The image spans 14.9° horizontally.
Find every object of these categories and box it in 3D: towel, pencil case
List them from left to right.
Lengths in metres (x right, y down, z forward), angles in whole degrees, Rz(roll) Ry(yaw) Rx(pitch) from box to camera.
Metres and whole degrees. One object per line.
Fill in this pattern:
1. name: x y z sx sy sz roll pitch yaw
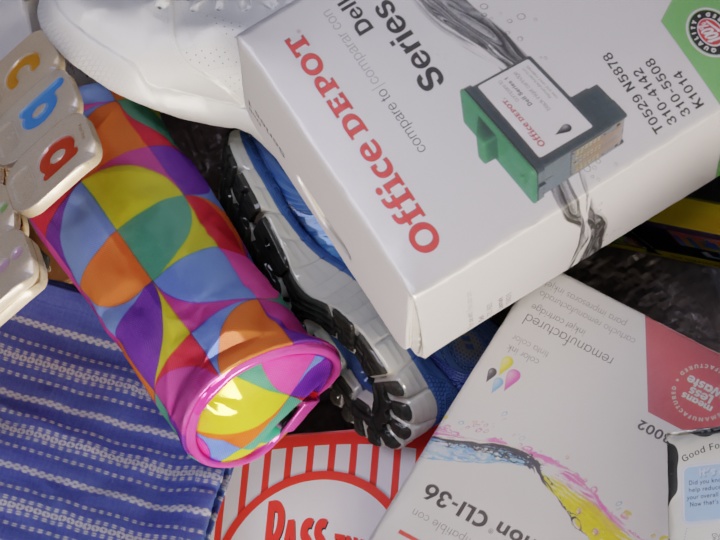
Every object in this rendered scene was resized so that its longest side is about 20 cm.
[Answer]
1. towel: -0.129 0.083 1.238 0.145 0.024 0.200 15 44 1
2. pencil case: -0.087 -0.002 1.260 0.088 0.088 0.200 -40 56 8

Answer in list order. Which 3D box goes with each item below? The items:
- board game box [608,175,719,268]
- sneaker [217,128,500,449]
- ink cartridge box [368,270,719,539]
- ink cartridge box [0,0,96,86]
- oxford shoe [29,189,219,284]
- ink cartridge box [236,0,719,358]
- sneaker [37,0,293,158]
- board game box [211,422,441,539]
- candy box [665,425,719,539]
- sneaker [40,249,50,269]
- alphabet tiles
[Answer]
1. board game box: 0.196 -0.080 1.232 0.200 0.057 0.165 12 77 31
2. sneaker: 0.000 0.000 1.281 0.089 0.079 0.200 -20 50 -26
3. ink cartridge box: 0.078 0.113 1.168 0.116 0.068 0.200 27 73 16
4. ink cartridge box: -0.184 -0.113 1.404 0.200 0.115 0.068 -4 104 27
5. oxford shoe: -0.154 -0.025 1.388 0.200 0.071 0.071 16 81 31
6. ink cartridge box: 0.067 -0.079 1.167 0.200 0.084 0.146 -32 72 -8
7. sneaker: -0.051 -0.108 1.261 0.200 0.075 0.089 25 117 11
8. board game box: -0.015 0.173 1.242 0.151 0.046 0.200 -7 66 25
9. candy box: 0.170 0.174 1.089 0.061 0.136 0.200 -9 66 23
10. sneaker: -0.240 0.006 1.381 0.200 0.079 0.074 -9 27 39
11. alphabet tiles: -0.201 -0.020 1.267 0.196 0.015 0.200 -41 36 10
